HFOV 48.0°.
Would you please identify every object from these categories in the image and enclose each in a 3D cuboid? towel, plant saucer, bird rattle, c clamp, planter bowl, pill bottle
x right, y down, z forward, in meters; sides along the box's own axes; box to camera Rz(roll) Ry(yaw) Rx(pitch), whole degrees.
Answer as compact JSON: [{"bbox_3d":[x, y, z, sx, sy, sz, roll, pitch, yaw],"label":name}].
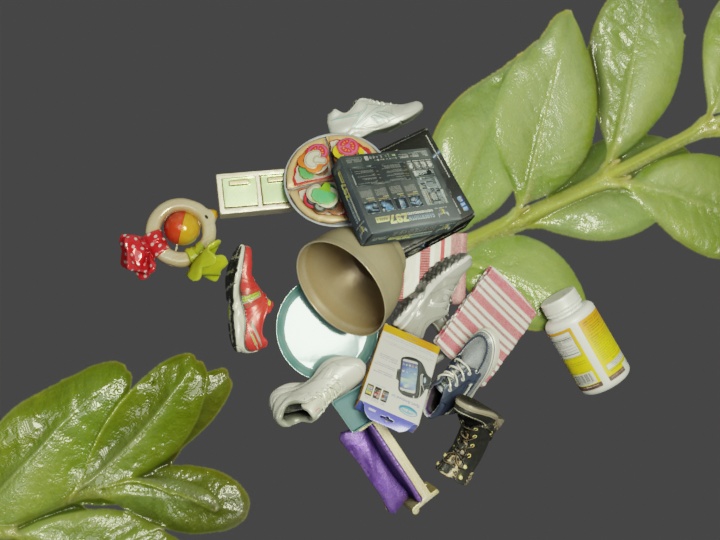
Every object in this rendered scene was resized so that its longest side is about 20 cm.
[{"bbox_3d":[0.248,0.111,1.606,0.146,0.030,0.201,43,76,-15],"label":"towel"},{"bbox_3d":[0.040,0.231,1.504,0.199,0.019,0.070,-25,67,-34],"label":"plant saucer"},{"bbox_3d":[-0.342,-0.053,1.496,0.198,0.113,0.165,11,72,3],"label":"bird rattle"},{"bbox_3d":[0.125,0.164,1.588,0.199,0.027,0.172,-27,91,-13],"label":"c clamp"},{"bbox_3d":[0.000,0.000,1.481,0.201,0.200,0.135,51,51,-4],"label":"planter bowl"},{"bbox_3d":[0.114,-0.008,1.603,0.198,0.023,0.146,4,87,-9],"label":"towel"},{"bbox_3d":[-0.065,0.111,1.555,0.198,0.027,0.203,1,85,-12],"label":"plant saucer"},{"bbox_3d":[0.442,0.137,1.612,0.109,0.109,0.201,-31,92,-12],"label":"pill bottle"}]

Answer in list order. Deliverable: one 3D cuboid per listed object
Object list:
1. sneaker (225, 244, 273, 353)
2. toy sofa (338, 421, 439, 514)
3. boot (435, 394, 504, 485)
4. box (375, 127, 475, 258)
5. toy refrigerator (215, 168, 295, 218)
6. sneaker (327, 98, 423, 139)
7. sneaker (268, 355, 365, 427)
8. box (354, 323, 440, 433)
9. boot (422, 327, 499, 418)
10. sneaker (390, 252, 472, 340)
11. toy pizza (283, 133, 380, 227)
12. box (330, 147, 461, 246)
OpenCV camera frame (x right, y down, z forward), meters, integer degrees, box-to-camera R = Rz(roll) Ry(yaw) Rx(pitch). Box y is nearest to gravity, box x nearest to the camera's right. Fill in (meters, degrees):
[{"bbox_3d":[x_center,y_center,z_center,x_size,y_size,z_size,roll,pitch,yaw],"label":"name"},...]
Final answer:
[{"bbox_3d":[-0.206,0.052,1.516,0.084,0.077,0.203,-2,93,-23],"label":"sneaker"},{"bbox_3d":[0.051,0.364,1.529,0.097,0.083,0.201,-34,92,-13],"label":"toy sofa"},{"bbox_3d":[0.197,0.320,1.522,0.073,0.200,0.152,28,85,26],"label":"boot"},{"bbox_3d":[0.098,-0.145,1.561,0.163,0.086,0.201,-26,81,-12],"label":"box"},{"bbox_3d":[-0.171,-0.148,1.532,0.198,0.070,0.077,-6,87,-11],"label":"toy refrigerator"},{"bbox_3d":[0.028,-0.305,1.585,0.198,0.070,0.081,-20,87,-12],"label":"sneaker"},{"bbox_3d":[-0.073,0.233,1.487,0.199,0.100,0.078,-31,113,4],"label":"sneaker"},{"bbox_3d":[0.067,0.206,1.497,0.118,0.042,0.201,24,54,-3],"label":"box"},{"bbox_3d":[0.187,0.198,1.520,0.090,0.073,0.202,-8,129,-45],"label":"boot"},{"bbox_3d":[0.149,0.050,1.569,0.082,0.075,0.200,43,93,-14],"label":"sneaker"},{"bbox_3d":[-0.043,-0.173,1.487,0.198,0.032,0.202,0,65,0],"label":"toy pizza"},{"bbox_3d":[0.064,-0.134,1.440,0.198,0.051,0.159,-11,67,-31],"label":"box"}]
